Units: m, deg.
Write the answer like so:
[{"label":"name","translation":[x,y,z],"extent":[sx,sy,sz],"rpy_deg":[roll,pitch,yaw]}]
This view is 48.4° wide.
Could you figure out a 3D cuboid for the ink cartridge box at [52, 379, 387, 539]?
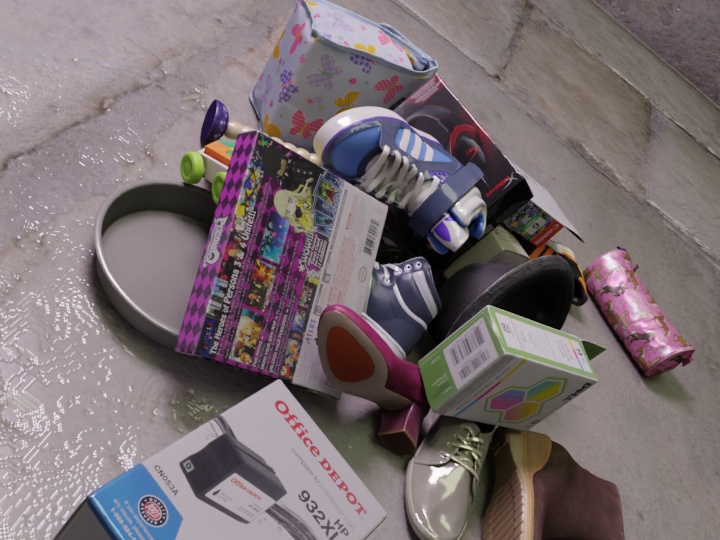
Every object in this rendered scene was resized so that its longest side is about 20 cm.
[{"label":"ink cartridge box","translation":[-0.095,0.191,0.591],"extent":[0.145,0.084,0.199],"rpy_deg":[49,36,11]}]

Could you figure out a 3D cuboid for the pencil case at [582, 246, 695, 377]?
[{"label":"pencil case","translation":[0.417,0.064,1.210],"extent":[0.083,0.086,0.201],"rpy_deg":[44,18,-59]}]

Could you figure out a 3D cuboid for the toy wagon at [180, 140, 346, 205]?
[{"label":"toy wagon","translation":[-0.111,-0.105,0.848],"extent":[0.154,0.040,0.199],"rpy_deg":[-2,25,-41]}]

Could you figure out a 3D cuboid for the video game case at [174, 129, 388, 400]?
[{"label":"video game case","translation":[-0.063,0.001,0.737],"extent":[0.180,0.036,0.202],"rpy_deg":[24,75,-44]}]

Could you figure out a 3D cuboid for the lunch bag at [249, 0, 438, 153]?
[{"label":"lunch bag","translation":[-0.020,-0.235,1.036],"extent":[0.198,0.170,0.128],"rpy_deg":[12,41,-30]}]

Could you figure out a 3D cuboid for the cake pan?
[{"label":"cake pan","translation":[-0.163,-0.002,0.770],"extent":[0.199,0.037,0.202],"rpy_deg":[25,39,-22]}]

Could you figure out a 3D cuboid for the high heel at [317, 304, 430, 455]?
[{"label":"high heel","translation":[0.015,0.083,0.771],"extent":[0.097,0.067,0.201],"rpy_deg":[-74,150,-45]}]

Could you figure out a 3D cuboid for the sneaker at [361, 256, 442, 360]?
[{"label":"sneaker","translation":[0.000,0.000,0.851],"extent":[0.108,0.070,0.200],"rpy_deg":[-44,93,-14]}]

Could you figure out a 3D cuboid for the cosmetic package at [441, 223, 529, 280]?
[{"label":"cosmetic package","translation":[0.120,-0.073,1.052],"extent":[0.103,0.087,0.201],"rpy_deg":[14,40,-58]}]

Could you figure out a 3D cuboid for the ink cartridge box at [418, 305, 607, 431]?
[{"label":"ink cartridge box","translation":[0.167,0.108,0.814],"extent":[0.199,0.104,0.060],"rpy_deg":[18,41,-37]}]

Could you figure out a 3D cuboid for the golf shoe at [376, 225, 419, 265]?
[{"label":"golf shoe","translation":[-0.016,-0.030,0.923],"extent":[0.199,0.078,0.095],"rpy_deg":[28,20,-21]}]

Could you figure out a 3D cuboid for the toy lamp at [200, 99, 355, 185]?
[{"label":"toy lamp","translation":[-0.093,-0.144,0.971],"extent":[0.198,0.058,0.059],"rpy_deg":[18,41,-25]}]

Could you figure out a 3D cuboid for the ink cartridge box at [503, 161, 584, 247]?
[{"label":"ink cartridge box","translation":[0.218,-0.092,1.083],"extent":[0.199,0.050,0.110],"rpy_deg":[27,29,-45]}]

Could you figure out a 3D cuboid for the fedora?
[{"label":"fedora","translation":[0.147,0.047,0.910],"extent":[0.199,0.202,0.092],"rpy_deg":[-1,32,-43]}]

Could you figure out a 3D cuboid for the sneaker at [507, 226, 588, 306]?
[{"label":"sneaker","translation":[0.249,0.000,1.125],"extent":[0.199,0.070,0.091],"rpy_deg":[13,41,-37]}]

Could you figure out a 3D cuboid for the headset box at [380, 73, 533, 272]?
[{"label":"headset box","translation":[0.089,-0.125,0.974],"extent":[0.201,0.148,0.075],"rpy_deg":[56,9,23]}]

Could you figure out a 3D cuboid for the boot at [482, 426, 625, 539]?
[{"label":"boot","translation":[0.209,0.257,0.817],"extent":[0.165,0.073,0.201],"rpy_deg":[31,33,-11]}]

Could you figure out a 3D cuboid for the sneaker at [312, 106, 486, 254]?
[{"label":"sneaker","translation":[0.056,-0.086,0.830],"extent":[0.199,0.081,0.147],"rpy_deg":[6,44,-49]}]

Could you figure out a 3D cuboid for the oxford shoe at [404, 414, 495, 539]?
[{"label":"oxford shoe","translation":[0.094,0.187,0.798],"extent":[0.075,0.058,0.200],"rpy_deg":[39,37,-6]}]
